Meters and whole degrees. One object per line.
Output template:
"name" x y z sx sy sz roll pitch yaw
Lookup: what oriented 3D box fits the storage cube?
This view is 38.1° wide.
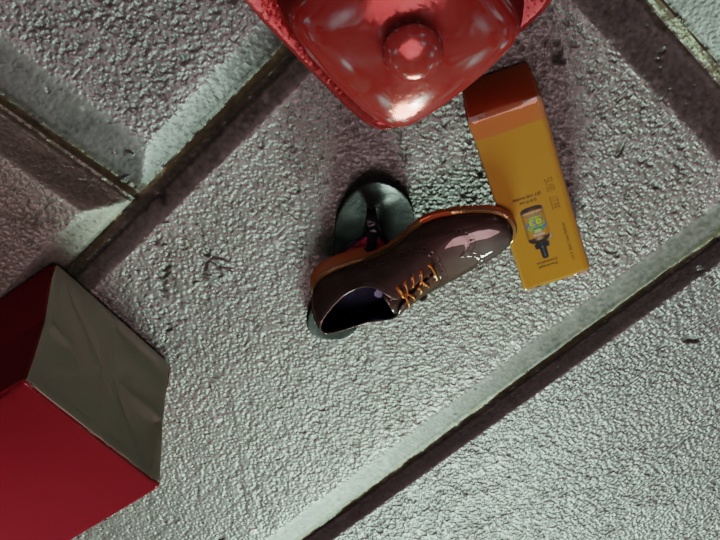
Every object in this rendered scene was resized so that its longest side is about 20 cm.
"storage cube" -0.306 0.140 0.999 0.179 0.172 0.200 -32 123 17

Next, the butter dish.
"butter dish" 0.033 -0.192 0.784 0.199 0.148 0.199 -36 123 21

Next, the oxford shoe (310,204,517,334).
"oxford shoe" 0.048 0.006 0.924 0.199 0.073 0.071 -24 125 16

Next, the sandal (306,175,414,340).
"sandal" 0.000 0.000 0.993 0.074 0.045 0.201 12 126 -13

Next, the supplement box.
"supplement box" 0.149 -0.079 0.933 0.066 0.069 0.201 -17 125 10
